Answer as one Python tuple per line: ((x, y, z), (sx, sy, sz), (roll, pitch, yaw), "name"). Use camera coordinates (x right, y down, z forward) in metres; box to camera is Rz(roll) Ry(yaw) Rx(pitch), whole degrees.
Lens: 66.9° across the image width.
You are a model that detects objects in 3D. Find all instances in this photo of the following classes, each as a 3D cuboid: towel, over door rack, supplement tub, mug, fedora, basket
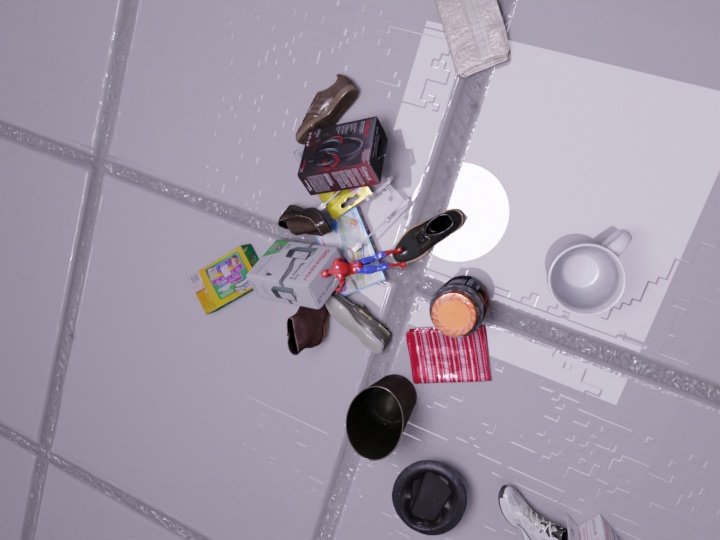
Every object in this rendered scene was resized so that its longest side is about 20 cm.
((0.218, 0.211, 1.361), (0.199, 0.022, 0.145), (-6, 96, 18), "towel")
((0.004, -0.155, 1.311), (0.200, 0.067, 0.148), (-42, 89, 16), "over door rack")
((0.226, 0.082, 1.247), (0.122, 0.200, 0.123), (3, 98, 18), "supplement tub")
((0.256, -0.553, 1.244), (0.132, 0.034, 0.200), (-18, 91, 19), "towel")
((0.492, -0.009, 1.162), (0.148, 0.175, 0.200), (44, 107, 8), "mug")
((0.179, 0.559, 1.380), (0.200, 0.092, 0.201), (2, 97, 18), "fedora")
((0.061, 0.338, 1.333), (0.136, 0.200, 0.181), (15, 100, 16), "basket")

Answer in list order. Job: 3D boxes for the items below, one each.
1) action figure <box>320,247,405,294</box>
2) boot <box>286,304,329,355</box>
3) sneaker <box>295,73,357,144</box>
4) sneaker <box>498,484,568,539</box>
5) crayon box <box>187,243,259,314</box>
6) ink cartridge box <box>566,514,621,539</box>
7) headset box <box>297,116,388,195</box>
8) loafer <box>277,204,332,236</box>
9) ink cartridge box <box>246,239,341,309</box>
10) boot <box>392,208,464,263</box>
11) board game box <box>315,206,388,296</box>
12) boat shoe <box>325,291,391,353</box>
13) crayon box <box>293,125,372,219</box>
((0.000, 0.000, 1.314), (0.199, 0.099, 0.065), (-10, 70, -14), "action figure")
((-0.131, 0.101, 1.382), (0.072, 0.166, 0.201), (-1, 97, 23), "boot")
((-0.094, -0.403, 1.371), (0.200, 0.070, 0.076), (-40, 65, 15), "sneaker")
((0.422, 0.590, 1.295), (0.115, 0.076, 0.201), (-31, 96, 47), "sneaker")
((-0.365, 0.025, 1.507), (0.200, 0.058, 0.119), (-28, 88, 19), "crayon box")
((0.568, 0.652, 1.253), (0.068, 0.115, 0.200), (-42, 84, 18), "ink cartridge box")
((-0.030, -0.264, 1.254), (0.200, 0.075, 0.149), (-5, 56, 23), "headset box")
((-0.142, -0.112, 1.364), (0.071, 0.200, 0.073), (-45, 121, -18), "loafer")
((-0.157, 0.005, 1.360), (0.200, 0.146, 0.084), (8, 137, 32), "ink cartridge box")
((0.144, -0.080, 1.286), (0.200, 0.138, 0.078), (-39, 85, 20), "boot")
((-0.027, -0.047, 1.401), (0.134, 0.034, 0.200), (-22, 90, 19), "board game box")
((-0.008, 0.124, 1.394), (0.202, 0.060, 0.072), (43, 148, 2), "boat shoe")
((-0.064, -0.244, 1.377), (0.127, 0.051, 0.200), (-31, 87, 16), "crayon box")
